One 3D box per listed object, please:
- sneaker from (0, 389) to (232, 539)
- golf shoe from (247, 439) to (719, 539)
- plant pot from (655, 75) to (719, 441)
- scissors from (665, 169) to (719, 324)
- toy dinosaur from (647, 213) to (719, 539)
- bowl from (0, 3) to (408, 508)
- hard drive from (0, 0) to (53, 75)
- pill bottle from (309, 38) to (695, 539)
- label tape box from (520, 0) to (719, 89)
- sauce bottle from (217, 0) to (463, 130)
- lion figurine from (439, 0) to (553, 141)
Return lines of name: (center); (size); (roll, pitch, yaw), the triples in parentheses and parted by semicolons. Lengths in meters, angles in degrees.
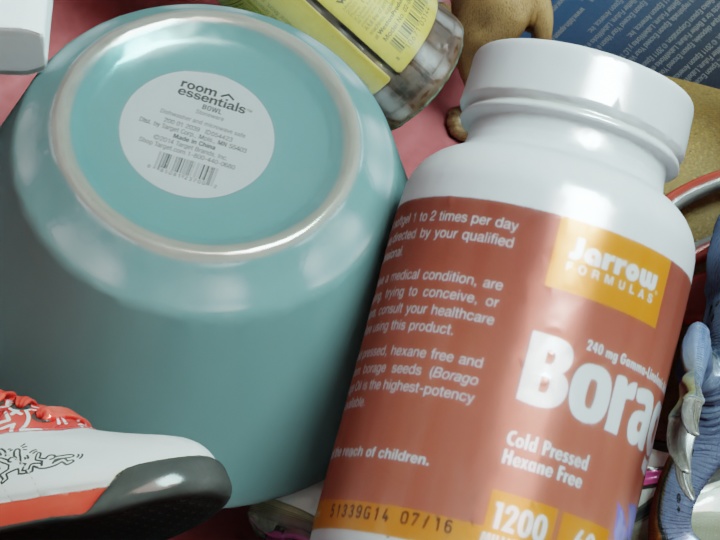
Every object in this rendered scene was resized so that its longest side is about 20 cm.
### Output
sneaker: (-0.145, 0.052, 0.935); (0.067, 0.200, 0.109); (36, 43, -63)
golf shoe: (0.057, 0.086, 1.051); (0.199, 0.073, 0.093); (6, 77, 0)
plant pot: (0.159, 0.004, 1.126); (0.199, 0.187, 0.187); (34, 54, 6)
scissors: (0.086, 0.014, 1.040); (0.199, 0.014, 0.074); (-17, 73, -2)
toy dinosaur: (0.159, 0.029, 1.001); (0.105, 0.182, 0.200); (24, 25, -11)
bowl: (-0.061, -0.021, 1.020); (0.199, 0.105, 0.202); (4, 56, -6)
hard drive: (-0.182, -0.156, 1.055); (0.131, 0.026, 0.201); (1, 48, -2)
pill bottle: (0.057, 0.025, 0.969); (0.112, 0.112, 0.201); (19, 78, -18)
label tape box: (0.162, -0.105, 1.189); (0.200, 0.143, 0.066); (37, 55, -6)
sauce bottle: (-0.044, -0.140, 1.083); (0.200, 0.065, 0.065); (43, 52, -23)
lion figurine: (0.026, -0.144, 1.151); (0.199, 0.122, 0.073); (33, 55, -9)
